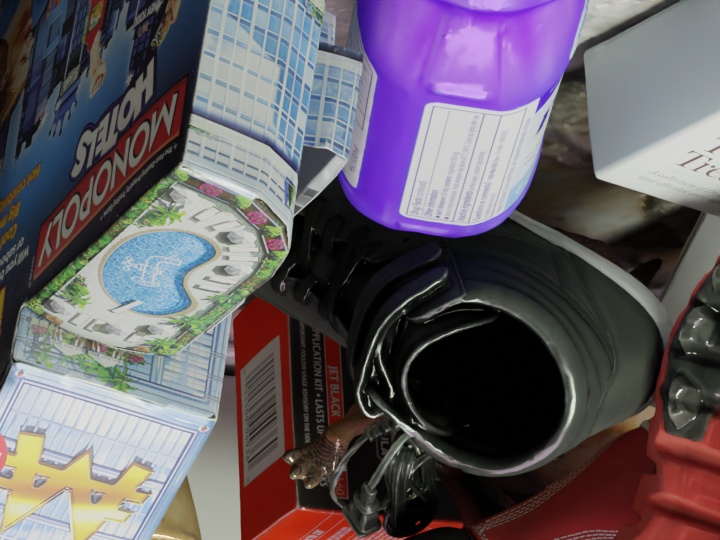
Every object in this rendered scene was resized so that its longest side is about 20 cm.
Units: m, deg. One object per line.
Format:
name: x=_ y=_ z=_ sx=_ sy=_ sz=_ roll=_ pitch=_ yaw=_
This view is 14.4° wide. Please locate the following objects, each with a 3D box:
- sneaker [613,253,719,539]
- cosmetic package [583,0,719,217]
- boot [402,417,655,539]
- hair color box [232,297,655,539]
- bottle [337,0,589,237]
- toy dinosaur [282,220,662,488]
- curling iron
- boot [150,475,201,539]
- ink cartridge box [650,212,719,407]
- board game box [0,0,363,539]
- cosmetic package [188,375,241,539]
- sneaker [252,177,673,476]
sneaker: x=0.131 y=0.066 z=0.921 sx=0.071 sy=0.201 sz=0.098 roll=20 pitch=-179 yaw=25
cosmetic package: x=0.196 y=-0.054 z=0.922 sx=0.200 sy=0.052 sz=0.151 roll=15 pitch=150 yaw=-36
boot: x=0.070 y=0.133 z=1.050 sx=0.144 sy=0.073 sz=0.200 roll=-24 pitch=148 yaw=-5
hair color box: x=0.053 y=0.065 z=1.135 sx=0.199 sy=0.102 sz=0.061 roll=7 pitch=156 yaw=-24
bottle: x=0.031 y=-0.080 z=0.793 sx=0.065 sy=0.084 sz=0.200 roll=9 pitch=157 yaw=-2
toy dinosaur: x=0.046 y=0.006 z=1.020 sx=0.199 sy=0.086 sz=0.136 roll=0 pitch=147 yaw=-26
curling iron: x=0.040 y=0.098 z=1.056 sx=0.050 sy=0.026 sz=0.200 roll=-40 pitch=148 yaw=2
boot: x=-0.102 y=0.062 z=0.904 sx=0.066 sy=0.200 sz=0.175 roll=-2 pitch=137 yaw=-16
ink cartridge box: x=0.217 y=0.057 z=1.070 sx=0.144 sy=0.084 sz=0.200 roll=28 pitch=-176 yaw=44
board game box: x=-0.056 y=-0.025 z=0.757 sx=0.062 sy=0.200 sz=0.200 roll=18 pitch=153 yaw=-22
cosmetic package: x=-0.118 y=0.093 z=1.209 sx=0.199 sy=0.085 sz=0.108 roll=6 pitch=157 yaw=-22
sneaker: x=0.000 y=0.000 z=0.900 sx=0.200 sy=0.071 sz=0.099 roll=25 pitch=-163 yaw=10
